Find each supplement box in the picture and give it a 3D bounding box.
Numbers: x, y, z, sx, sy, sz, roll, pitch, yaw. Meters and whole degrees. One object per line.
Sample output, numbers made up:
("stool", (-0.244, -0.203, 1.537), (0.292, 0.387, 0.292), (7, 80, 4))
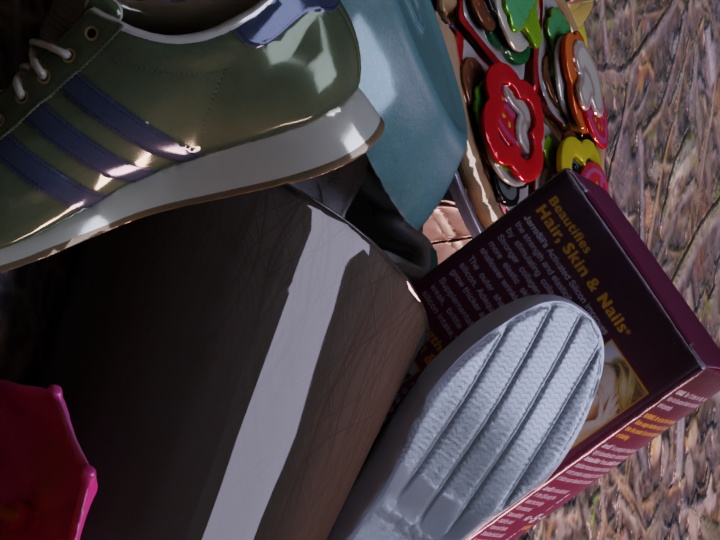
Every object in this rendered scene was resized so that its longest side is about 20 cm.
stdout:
("supplement box", (0.055, 0.060, 1.254), (0.110, 0.200, 0.086), (56, 11, 15))

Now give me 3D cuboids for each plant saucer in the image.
("plant saucer", (0.006, -0.117, 1.214), (0.200, 0.036, 0.200), (-20, 90, -81))

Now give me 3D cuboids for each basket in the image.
("basket", (-0.071, 0.082, 1.098), (0.200, 0.136, 0.180), (-69, 152, -22))

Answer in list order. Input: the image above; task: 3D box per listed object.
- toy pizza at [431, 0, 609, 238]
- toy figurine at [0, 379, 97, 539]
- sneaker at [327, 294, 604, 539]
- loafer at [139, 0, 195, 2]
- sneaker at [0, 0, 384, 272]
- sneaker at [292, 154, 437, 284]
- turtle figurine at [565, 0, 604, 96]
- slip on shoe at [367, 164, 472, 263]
("toy pizza", (0.086, -0.083, 1.378), (0.200, 0.032, 0.201), (36, 48, -52))
("toy figurine", (-0.163, 0.074, 0.937), (0.200, 0.150, 0.184), (64, 18, -11))
("sneaker", (0.022, 0.087, 1.177), (0.073, 0.071, 0.200), (44, 82, -21))
("loafer", (-0.081, -0.088, 1.078), (0.063, 0.072, 0.200), (41, 46, -14))
("sneaker", (-0.097, -0.061, 0.963), (0.067, 0.200, 0.090), (-116, -170, -67))
("sneaker", (0.000, 0.000, 1.280), (0.200, 0.088, 0.075), (57, 44, -55))
("turtle figurine", (0.109, -0.151, 1.512), (0.200, 0.064, 0.162), (-36, 128, -59))
("slip on shoe", (0.043, -0.005, 1.412), (0.200, 0.076, 0.061), (57, 15, -56))
